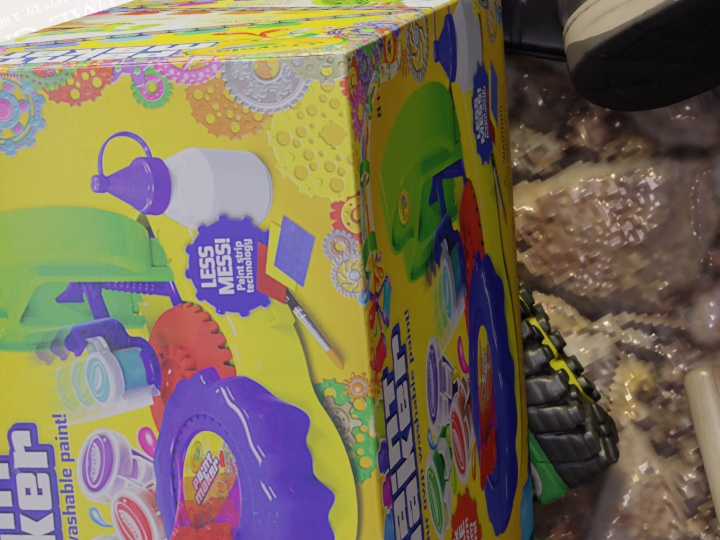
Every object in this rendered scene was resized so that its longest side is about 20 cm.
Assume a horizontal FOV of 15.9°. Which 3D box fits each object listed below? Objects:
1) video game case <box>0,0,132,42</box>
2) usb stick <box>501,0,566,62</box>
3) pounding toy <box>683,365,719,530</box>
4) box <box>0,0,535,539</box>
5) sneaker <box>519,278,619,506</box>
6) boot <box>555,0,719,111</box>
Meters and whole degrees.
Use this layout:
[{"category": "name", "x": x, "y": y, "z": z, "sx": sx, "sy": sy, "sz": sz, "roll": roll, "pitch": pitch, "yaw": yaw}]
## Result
[{"category": "video game case", "x": -0.118, "y": -0.152, "z": 0.882, "sx": 0.143, "sy": 0.019, "sz": 0.200, "roll": -23, "pitch": 67, "yaw": -7}, {"category": "usb stick", "x": 0.017, "y": -0.108, "z": 0.890, "sx": 0.199, "sy": 0.033, "sz": 0.056, "roll": 11, "pitch": 96, "yaw": 13}, {"category": "pounding toy", "x": 0.157, "y": 0.160, "z": 0.812, "sx": 0.200, "sy": 0.142, "sz": 0.185, "roll": 27, "pitch": 95, "yaw": 2}, {"category": "box", "x": -0.029, "y": 0.026, "z": 0.748, "sx": 0.122, "sy": 0.193, "sz": 0.201, "roll": -1, "pitch": 102, "yaw": 15}, {"category": "sneaker", "x": 0.000, "y": 0.000, "z": 0.868, "sx": 0.085, "sy": 0.078, "sz": 0.200, "roll": -33, "pitch": 82, "yaw": 11}, {"category": "boot", "x": 0.136, "y": -0.154, "z": 0.817, "sx": 0.200, "sy": 0.073, "sz": 0.151, "roll": -29, "pitch": 57, "yaw": 18}]
